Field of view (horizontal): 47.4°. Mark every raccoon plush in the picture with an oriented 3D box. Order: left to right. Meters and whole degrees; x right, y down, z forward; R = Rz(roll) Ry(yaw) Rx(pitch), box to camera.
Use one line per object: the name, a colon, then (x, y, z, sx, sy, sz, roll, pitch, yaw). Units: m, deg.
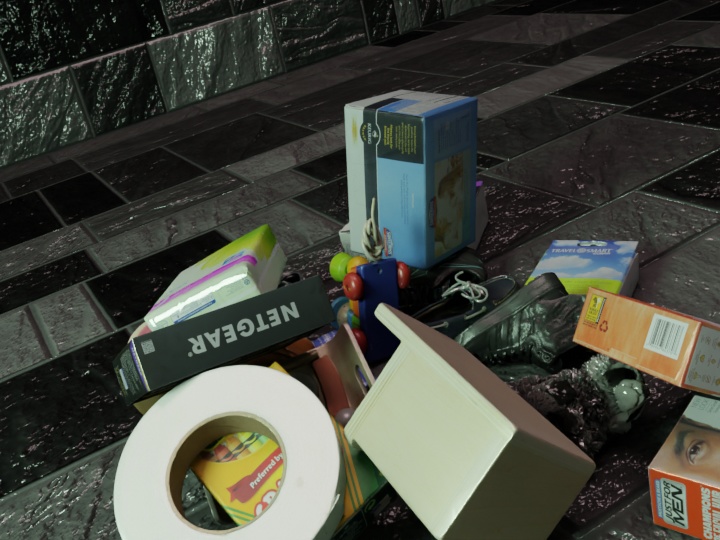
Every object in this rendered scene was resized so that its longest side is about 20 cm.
raccoon plush: (0.184, 0.122, 0.811, 0.198, 0.098, 0.133, 9, 25, 42)

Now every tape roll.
tape roll: (-0.110, 0.177, 0.700, 0.199, 0.037, 0.205, -5, 54, 6)

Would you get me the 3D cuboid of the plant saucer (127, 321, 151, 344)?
plant saucer: (-0.239, 0.098, 1.126, 0.197, 0.052, 0.201, -12, 24, 6)

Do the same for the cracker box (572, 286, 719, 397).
cracker box: (0.311, 0.075, 0.738, 0.197, 0.059, 0.134, 16, 4, -28)

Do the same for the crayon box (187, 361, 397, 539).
crayon box: (-0.078, 0.175, 0.752, 0.127, 0.051, 0.199, -41, 57, -19)

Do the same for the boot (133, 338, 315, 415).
boot: (-0.160, 0.121, 0.962, 0.197, 0.075, 0.155, 12, 34, 15)

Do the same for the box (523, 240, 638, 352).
box: (0.267, 0.026, 1.012, 0.120, 0.048, 0.200, 2, 29, 30)

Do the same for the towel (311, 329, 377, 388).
towel: (-0.093, 0.137, 0.998, 0.197, 0.024, 0.145, -20, 26, -14)

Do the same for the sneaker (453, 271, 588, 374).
sneaker: (0.190, 0.080, 0.906, 0.199, 0.060, 0.105, -40, 63, 13)

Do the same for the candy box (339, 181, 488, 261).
candy box: (0.087, -0.069, 1.285, 0.197, 0.073, 0.168, -3, 27, 22)

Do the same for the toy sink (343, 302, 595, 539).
toy sink: (0.074, 0.138, 0.705, 0.113, 0.130, 0.200, -55, 42, 6)

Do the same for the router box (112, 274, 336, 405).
router box: (-0.143, 0.073, 0.837, 0.198, 0.053, 0.157, -19, -5, -27)

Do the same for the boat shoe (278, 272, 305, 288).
boat shoe: (-0.111, 0.044, 1.093, 0.072, 0.063, 0.200, -11, 5, 14)

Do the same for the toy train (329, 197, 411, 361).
toy train: (0.000, 0.000, 1.023, 0.083, 0.204, 0.115, -13, 19, -27)

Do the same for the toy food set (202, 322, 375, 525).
toy food set: (-0.076, 0.149, 0.832, 0.197, 0.061, 0.145, -20, 61, -15)

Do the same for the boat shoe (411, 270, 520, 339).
boat shoe: (0.127, 0.048, 1.023, 0.198, 0.063, 0.074, -27, 27, -27)

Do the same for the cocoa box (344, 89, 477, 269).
cocoa box: (0.070, -0.124, 1.087, 0.130, 0.203, 0.133, 15, 28, 36)

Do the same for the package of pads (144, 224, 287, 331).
package of pads: (-0.179, 0.025, 1.042, 0.153, 0.069, 0.200, -28, 14, 10)

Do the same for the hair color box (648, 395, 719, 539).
hair color box: (0.343, 0.172, 0.643, 0.198, 0.065, 0.111, 8, 32, 41)

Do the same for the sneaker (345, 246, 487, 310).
sneaker: (0.077, 0.017, 1.104, 0.197, 0.076, 0.079, -16, 26, -4)
